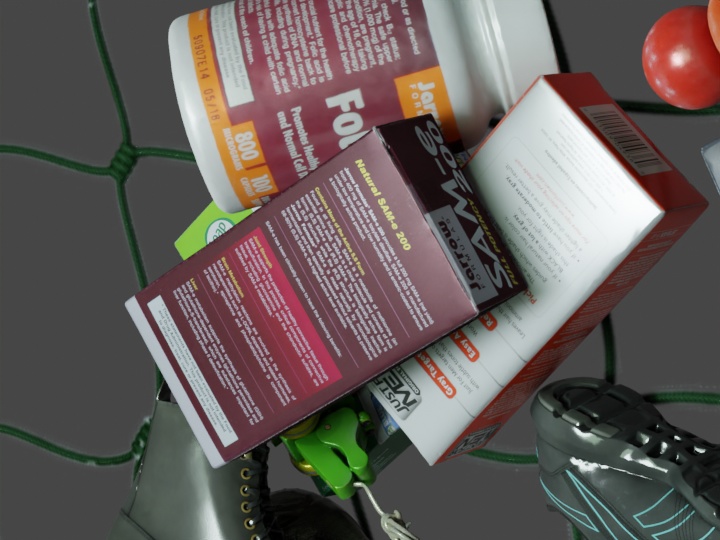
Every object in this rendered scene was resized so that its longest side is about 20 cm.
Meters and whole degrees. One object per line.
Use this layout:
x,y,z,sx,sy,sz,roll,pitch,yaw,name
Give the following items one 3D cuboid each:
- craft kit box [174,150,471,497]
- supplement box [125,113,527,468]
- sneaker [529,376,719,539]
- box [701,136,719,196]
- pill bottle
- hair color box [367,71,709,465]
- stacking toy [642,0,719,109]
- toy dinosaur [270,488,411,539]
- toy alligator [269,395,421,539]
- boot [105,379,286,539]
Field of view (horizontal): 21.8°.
0.000,0.000,1.127,0.200,0.048,0.198,-45,64,30,craft kit box
-0.022,0.013,0.992,0.200,0.061,0.109,-32,85,34,supplement box
0.173,0.127,0.991,0.200,0.075,0.080,29,124,40,sneaker
0.289,-0.009,0.860,0.182,0.104,0.201,-30,75,34,box
0.005,-0.110,1.025,0.199,0.114,0.115,-15,82,5,pill bottle
0.080,0.000,0.999,0.102,0.061,0.200,51,119,18,hair color box
0.222,-0.135,0.924,0.200,0.085,0.086,-26,77,40,stacking toy
-0.063,0.168,1.158,0.200,0.102,0.077,-30,105,21,toy dinosaur
-0.020,0.090,1.091,0.200,0.059,0.054,36,73,31,toy alligator
-0.052,0.153,1.061,0.199,0.077,0.139,15,87,14,boot
